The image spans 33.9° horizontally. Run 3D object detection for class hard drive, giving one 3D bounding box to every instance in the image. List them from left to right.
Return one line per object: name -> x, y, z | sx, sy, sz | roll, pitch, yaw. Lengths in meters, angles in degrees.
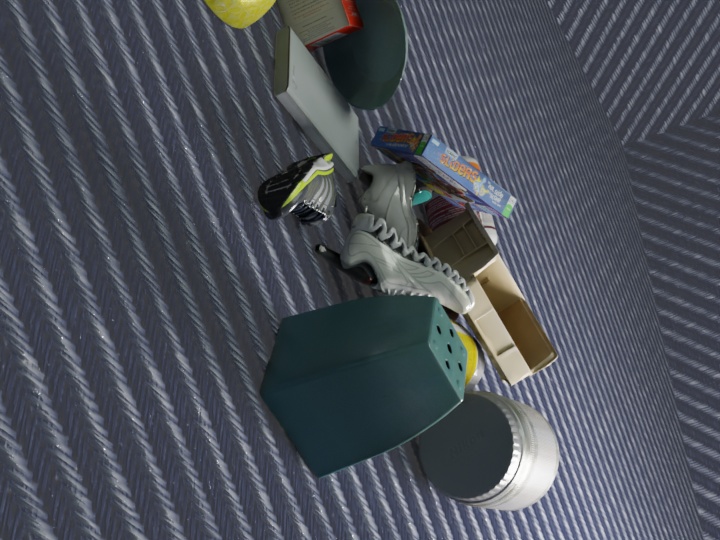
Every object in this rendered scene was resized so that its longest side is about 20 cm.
hard drive -> -0.060, -0.236, 1.698 | 0.200, 0.026, 0.133 | 49, 31, -44

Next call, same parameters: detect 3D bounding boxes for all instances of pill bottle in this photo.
pill bottle -> 0.099, 0.118, 1.667 | 0.200, 0.113, 0.116 | 25, 50, -61
pill bottle -> 0.170, -0.082, 2.004 | 0.109, 0.109, 0.202 | 17, 57, -63

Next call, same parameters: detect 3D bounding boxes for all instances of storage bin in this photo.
storage bin -> 0.189, 0.037, 1.751 | 0.201, 0.093, 0.199 | 57, 6, -26

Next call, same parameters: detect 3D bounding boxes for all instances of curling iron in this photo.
curling iron -> 0.000, 0.000, 1.629 | 0.199, 0.025, 0.050 | 22, 38, -49

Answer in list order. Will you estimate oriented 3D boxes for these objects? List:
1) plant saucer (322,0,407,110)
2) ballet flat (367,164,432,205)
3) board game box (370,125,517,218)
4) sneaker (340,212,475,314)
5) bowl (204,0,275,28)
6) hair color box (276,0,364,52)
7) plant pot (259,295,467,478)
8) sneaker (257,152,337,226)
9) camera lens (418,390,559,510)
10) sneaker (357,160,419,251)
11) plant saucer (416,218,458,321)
plant saucer -> 0.016, -0.339, 1.742 | 0.038, 0.200, 0.203 | -14, 84, -36
ballet flat -> 0.060, -0.134, 1.844 | 0.200, 0.072, 0.074 | -17, 87, -66
board game box -> 0.126, -0.147, 1.773 | 0.199, 0.135, 0.035 | 32, 83, -36
sneaker -> 0.061, 0.008, 1.585 | 0.199, 0.075, 0.082 | 32, 70, -6
bowl -> -0.149, -0.430, 1.538 | 0.200, 0.107, 0.202 | 50, 29, -41
hair color box -> -0.078, -0.429, 1.713 | 0.061, 0.101, 0.202 | -19, 90, -67
plant pot -> 0.015, 0.118, 1.356 | 0.142, 0.198, 0.142 | 58, 24, -27
sneaker -> -0.068, -0.093, 1.506 | 0.082, 0.073, 0.200 | 69, 23, -11
camera lens -> 0.187, 0.260, 1.697 | 0.200, 0.158, 0.162 | 25, 49, -60
sneaker -> 0.039, -0.070, 1.697 | 0.075, 0.086, 0.202 | 103, -14, -53
plant saucer -> 0.102, 0.003, 1.812 | 0.200, 0.029, 0.201 | 51, 26, -37
